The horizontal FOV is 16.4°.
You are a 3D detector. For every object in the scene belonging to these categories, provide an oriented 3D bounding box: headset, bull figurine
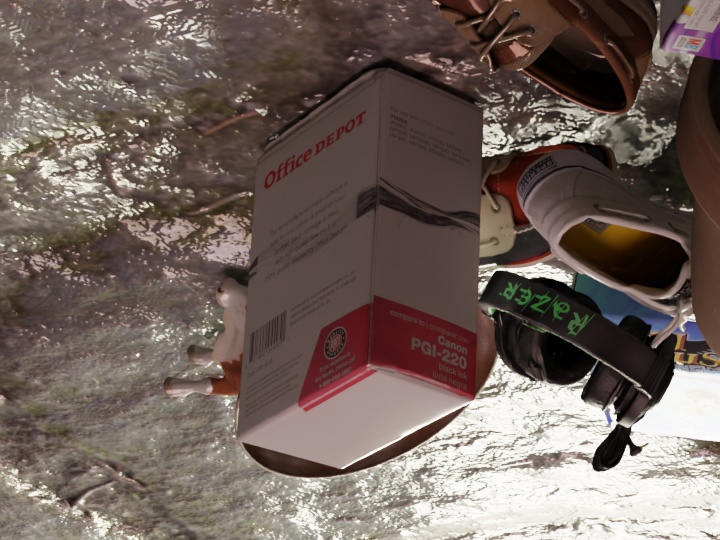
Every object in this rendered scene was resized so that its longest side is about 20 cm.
[{"bbox_3d":[0.140,0.064,1.575,0.123,0.094,0.200,26,175,31],"label":"headset"},{"bbox_3d":[-0.062,0.074,1.794,0.121,0.065,0.200,-11,146,34],"label":"bull figurine"}]

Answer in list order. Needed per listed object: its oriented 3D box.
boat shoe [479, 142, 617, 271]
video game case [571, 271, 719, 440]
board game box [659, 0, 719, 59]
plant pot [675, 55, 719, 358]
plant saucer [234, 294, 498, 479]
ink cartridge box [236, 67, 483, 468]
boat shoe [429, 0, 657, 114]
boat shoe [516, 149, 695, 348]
[{"bbox_3d":[0.076,-0.039,1.563,0.062,0.071,0.200,29,148,-32],"label":"boat shoe"},{"bbox_3d":[0.254,0.062,1.694,0.199,0.046,0.181,5,152,19],"label":"video game case"},{"bbox_3d":[0.263,-0.162,1.264,0.199,0.105,0.103,10,151,-9],"label":"board game box"},{"bbox_3d":[0.259,-0.029,1.379,0.199,0.201,0.175,7,139,-4],"label":"plant pot"},{"bbox_3d":[0.002,0.068,1.734,0.200,0.032,0.201,-17,142,-13],"label":"plant saucer"},{"bbox_3d":[0.000,0.000,1.504,0.085,0.201,0.146,18,149,-30],"label":"ink cartridge box"},{"bbox_3d":[0.086,-0.146,1.356,0.200,0.072,0.076,23,147,-30],"label":"boat shoe"},{"bbox_3d":[0.182,0.000,1.489,0.202,0.086,0.075,30,117,-37],"label":"boat shoe"}]
